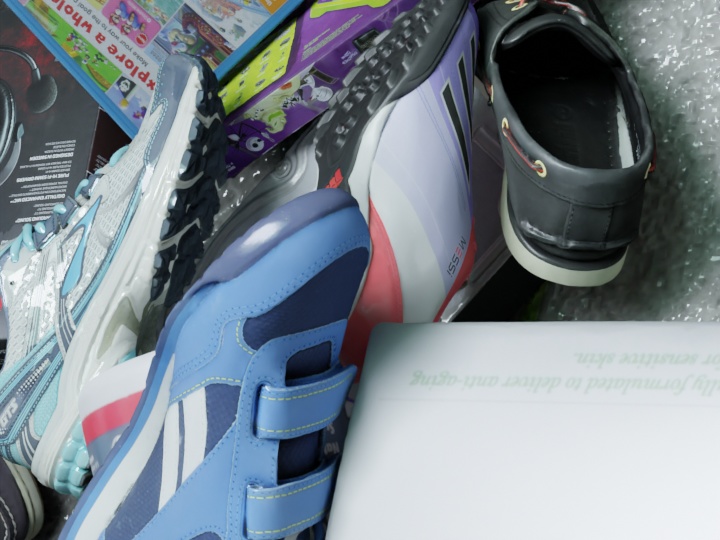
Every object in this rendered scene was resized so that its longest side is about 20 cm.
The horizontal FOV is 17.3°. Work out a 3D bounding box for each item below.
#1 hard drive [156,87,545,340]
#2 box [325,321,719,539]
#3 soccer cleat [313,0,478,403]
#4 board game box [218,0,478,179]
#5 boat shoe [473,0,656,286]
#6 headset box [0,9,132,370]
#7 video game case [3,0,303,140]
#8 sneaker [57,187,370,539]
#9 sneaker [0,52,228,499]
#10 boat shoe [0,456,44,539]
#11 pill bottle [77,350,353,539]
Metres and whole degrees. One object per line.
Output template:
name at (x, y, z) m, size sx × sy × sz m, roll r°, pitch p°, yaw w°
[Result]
hard drive at (0.000, 0.000, 1.064) m, size 0.200 × 0.038 × 0.140 m, roll -47°, pitch 51°, yaw 6°
box at (0.103, 0.137, 0.840) m, size 0.198 × 0.171 × 0.201 m, roll 0°, pitch 69°, yaw 34°
soccer cleat at (0.019, -0.030, 0.953) m, size 0.068 × 0.073 × 0.201 m, roll -33°, pitch 29°, yaw 45°
board game box at (0.006, -0.132, 1.077) m, size 0.200 × 0.032 × 0.120 m, roll -33°, pitch 34°, yaw 32°
boat shoe at (0.083, -0.085, 1.001) m, size 0.073 × 0.063 × 0.202 m, roll 3°, pitch 44°, yaw -10°
headset box at (-0.171, -0.024, 1.165) m, size 0.148 × 0.077 × 0.201 m, roll -5°, pitch 65°, yaw 32°
video game case at (-0.077, -0.173, 1.076) m, size 0.200 × 0.018 × 0.143 m, roll -41°, pitch 96°, yaw 16°
sneaker at (-0.037, 0.062, 0.846) m, size 0.082 × 0.074 × 0.201 m, roll 39°, pitch 119°, yaw 24°
sneaker at (-0.121, -0.006, 1.036) m, size 0.086 × 0.078 × 0.201 m, roll 19°, pitch 87°, yaw 9°
boat shoe at (-0.233, 0.065, 1.106) m, size 0.072 × 0.200 × 0.065 m, roll -36°, pitch 8°, yaw 41°
pill bottle at (-0.036, 0.131, 0.953) m, size 0.119 × 0.119 × 0.201 m, roll -20°, pitch 78°, yaw 25°
